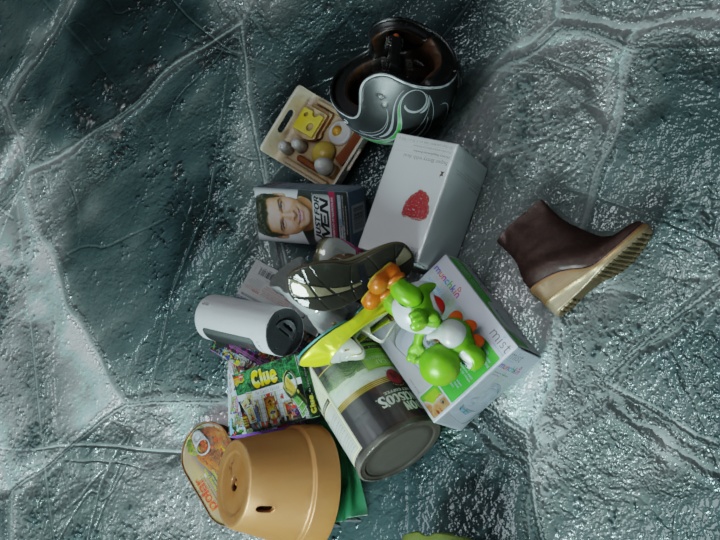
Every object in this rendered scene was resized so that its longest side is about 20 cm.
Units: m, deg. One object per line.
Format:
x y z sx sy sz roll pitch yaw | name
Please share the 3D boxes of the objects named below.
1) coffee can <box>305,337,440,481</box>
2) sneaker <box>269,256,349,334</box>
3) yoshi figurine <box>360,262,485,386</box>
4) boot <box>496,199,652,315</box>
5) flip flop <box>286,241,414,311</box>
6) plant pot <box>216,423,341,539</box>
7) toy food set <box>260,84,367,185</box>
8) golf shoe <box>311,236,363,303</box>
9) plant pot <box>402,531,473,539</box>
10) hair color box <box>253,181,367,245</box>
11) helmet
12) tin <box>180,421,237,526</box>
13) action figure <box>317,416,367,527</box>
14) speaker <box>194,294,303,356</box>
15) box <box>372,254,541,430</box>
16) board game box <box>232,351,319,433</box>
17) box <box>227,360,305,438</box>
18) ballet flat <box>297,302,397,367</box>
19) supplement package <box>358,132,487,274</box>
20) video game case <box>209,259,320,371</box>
0.011 0.205 1.582 0.146 0.146 0.200 -44 58 13 | coffee can
-0.081 0.048 1.641 0.074 0.116 0.200 -40 17 0 | sneaker
0.085 0.090 1.463 0.200 0.112 0.112 40 112 10 | yoshi figurine
0.316 -0.049 1.518 0.200 0.072 0.166 -42 60 18 | boot
-0.017 0.003 1.535 0.200 0.081 0.058 -20 22 -14 | flip flop
-0.137 0.338 1.588 0.200 0.140 0.200 -25 61 58 | plant pot
-0.080 -0.238 1.825 0.200 0.060 0.144 34 94 34 | toy food set
0.000 0.000 1.620 0.092 0.200 0.073 7 74 34 | golf shoe
0.109 0.478 1.434 0.200 0.200 0.190 -6 59 30 | plant pot
-0.087 -0.099 1.764 0.200 0.061 0.099 6 108 33 | hair color box
0.056 -0.301 1.683 0.191 0.200 0.200 124 136 -54 | helmet
-0.239 0.353 1.755 0.112 0.042 0.200 -43 58 9 | tin
-0.039 0.309 1.636 0.118 0.055 0.200 -19 62 27 | action figure
-0.184 0.088 1.661 0.200 0.081 0.081 8 79 46 | speaker
0.145 0.111 1.562 0.176 0.097 0.200 -44 57 15 | box
-0.140 0.201 1.639 0.200 0.023 0.105 -24 77 50 | board game box
-0.166 0.185 1.760 0.137 0.039 0.200 -14 68 27 | box
-0.001 0.095 1.531 0.200 0.067 0.067 -38 71 -16 | ballet flat
0.102 -0.102 1.637 0.121 0.120 0.200 15 84 33 | supplement package
-0.145 0.098 1.730 0.200 0.036 0.181 25 86 35 | video game case
